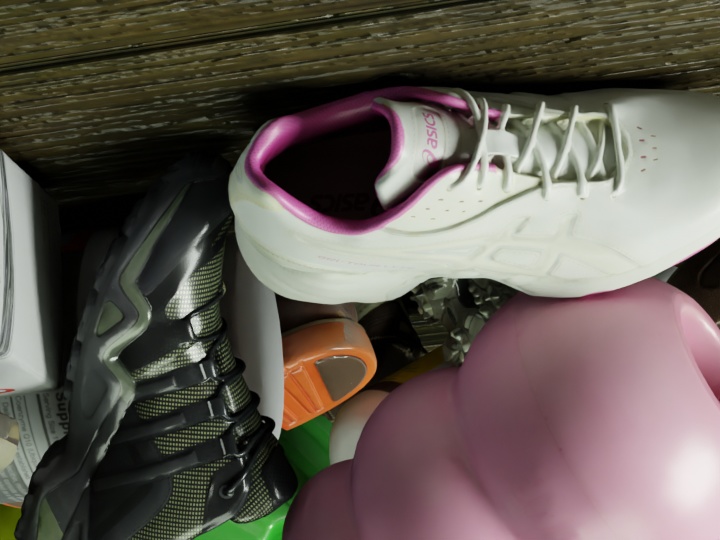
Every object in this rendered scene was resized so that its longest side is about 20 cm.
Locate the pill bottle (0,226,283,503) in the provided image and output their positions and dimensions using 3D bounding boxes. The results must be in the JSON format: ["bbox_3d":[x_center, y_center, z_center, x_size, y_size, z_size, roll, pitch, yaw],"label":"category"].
[{"bbox_3d":[-0.140,0.042,1.034,0.200,0.116,0.116,-7,169,9],"label":"pill bottle"}]

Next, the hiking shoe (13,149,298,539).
[{"bbox_3d":[-0.067,0.051,0.938,0.101,0.200,0.076,18,-162,-3],"label":"hiking shoe"}]

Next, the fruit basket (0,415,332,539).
[{"bbox_3d":[-0.117,0.116,1.260,0.215,0.156,0.216,24,-165,-7],"label":"fruit basket"}]

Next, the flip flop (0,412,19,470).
[{"bbox_3d":[-0.182,0.091,0.930,0.081,0.058,0.200,13,161,-20],"label":"flip flop"}]

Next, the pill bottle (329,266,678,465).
[{"bbox_3d":[0.090,0.071,1.174,0.200,0.109,0.109,-28,-178,-31],"label":"pill bottle"}]

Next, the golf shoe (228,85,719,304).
[{"bbox_3d":[0.049,-0.032,0.853,0.200,0.075,0.092,-9,161,5],"label":"golf shoe"}]

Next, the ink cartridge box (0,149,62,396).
[{"bbox_3d":[-0.200,-0.003,0.864,0.146,0.086,0.200,-6,168,5],"label":"ink cartridge box"}]

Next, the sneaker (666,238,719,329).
[{"bbox_3d":[0.232,-0.008,1.072,0.200,0.071,0.076,-15,167,4],"label":"sneaker"}]

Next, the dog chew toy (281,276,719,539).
[{"bbox_3d":[0.054,0.084,0.924,0.200,0.125,0.125,-30,160,20],"label":"dog chew toy"}]

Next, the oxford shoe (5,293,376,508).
[{"bbox_3d":[-0.090,0.054,1.124,0.200,0.073,0.071,-23,150,9],"label":"oxford shoe"}]

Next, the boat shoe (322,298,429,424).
[{"bbox_3d":[0.012,0.056,1.228,0.075,0.075,0.202,-44,170,6],"label":"boat shoe"}]

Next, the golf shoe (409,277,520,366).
[{"bbox_3d":[0.082,-0.011,1.035,0.097,0.078,0.200,-24,175,-11],"label":"golf shoe"}]
